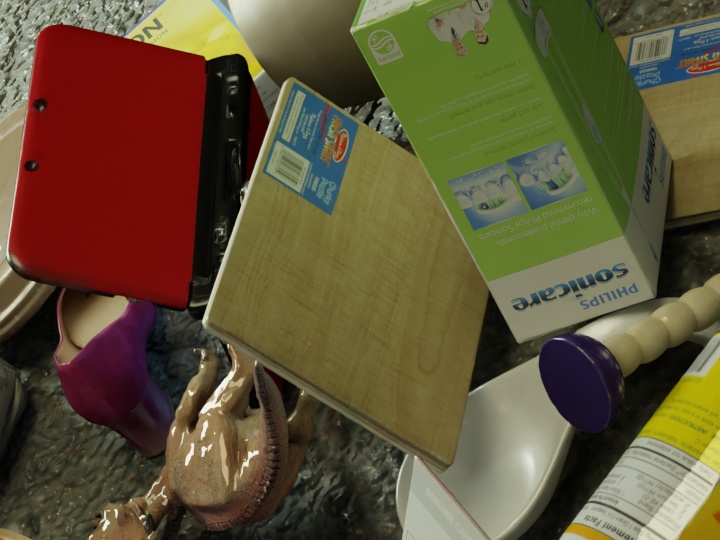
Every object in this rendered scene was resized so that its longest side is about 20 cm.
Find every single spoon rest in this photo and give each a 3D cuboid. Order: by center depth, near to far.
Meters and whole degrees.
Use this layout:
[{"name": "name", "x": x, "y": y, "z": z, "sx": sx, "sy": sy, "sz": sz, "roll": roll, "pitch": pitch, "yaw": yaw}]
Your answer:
[{"name": "spoon rest", "x": 0.101, "y": 0.077, "z": 1.220, "sx": 0.199, "sy": 0.061, "sz": 0.100, "roll": -35, "pitch": 41, "yaw": 6}]

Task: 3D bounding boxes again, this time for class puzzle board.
[{"name": "puzzle board", "x": 0.000, "y": 0.000, "z": 1.250, "sx": 0.017, "sy": 0.150, "sz": 0.201, "roll": -46, "pitch": 19, "yaw": 39}, {"name": "puzzle board", "x": 0.138, "y": -0.074, "z": 1.357, "sx": 0.199, "sy": 0.017, "sz": 0.151, "roll": -11, "pitch": 48, "yaw": 30}]

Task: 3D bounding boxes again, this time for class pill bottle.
[{"name": "pill bottle", "x": 0.165, "y": 0.122, "z": 1.093, "sx": 0.200, "sy": 0.109, "sz": 0.109, "roll": -51, "pitch": 42, "yaw": -11}]

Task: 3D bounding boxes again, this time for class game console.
[{"name": "game console", "x": -0.118, "y": -0.029, "z": 1.380, "sx": 0.118, "sy": 0.173, "sz": 0.201, "roll": -8, "pitch": 49, "yaw": 11}]

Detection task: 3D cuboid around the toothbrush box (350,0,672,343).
[{"name": "toothbrush box", "x": 0.085, "y": -0.090, "z": 1.221, "sx": 0.086, "sy": 0.201, "sz": 0.146, "roll": -20, "pitch": 27, "yaw": 22}]

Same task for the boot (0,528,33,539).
[{"name": "boot", "x": -0.256, "y": 0.223, "z": 1.321, "sx": 0.199, "sy": 0.077, "sz": 0.155, "roll": -7, "pitch": 31, "yaw": 40}]

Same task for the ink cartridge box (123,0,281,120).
[{"name": "ink cartridge box", "x": -0.110, "y": -0.156, "z": 1.599, "sx": 0.197, "sy": 0.047, "sz": 0.200, "roll": -42, "pitch": 43, "yaw": 1}]

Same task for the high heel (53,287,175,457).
[{"name": "high heel", "x": -0.173, "y": 0.027, "z": 1.446, "sx": 0.067, "sy": 0.096, "sz": 0.201, "roll": -32, "pitch": 42, "yaw": 11}]

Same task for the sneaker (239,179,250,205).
[{"name": "sneaker", "x": -0.021, "y": -0.049, "z": 1.382, "sx": 0.075, "sy": 0.114, "sz": 0.201, "roll": -30, "pitch": 42, "yaw": 12}]

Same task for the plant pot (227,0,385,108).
[{"name": "plant pot", "x": 0.018, "y": -0.188, "z": 1.426, "sx": 0.173, "sy": 0.200, "sz": 0.201, "roll": -32, "pitch": 41, "yaw": 25}]

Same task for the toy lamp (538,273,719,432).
[{"name": "toy lamp", "x": 0.179, "y": 0.013, "z": 1.168, "sx": 0.199, "sy": 0.059, "sz": 0.058, "roll": -29, "pitch": 33, "yaw": -30}]

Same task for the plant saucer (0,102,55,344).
[{"name": "plant saucer", "x": -0.235, "y": -0.037, "z": 1.560, "sx": 0.200, "sy": 0.029, "sz": 0.201, "roll": -35, "pitch": 38, "yaw": 33}]

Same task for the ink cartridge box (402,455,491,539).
[{"name": "ink cartridge box", "x": 0.071, "y": 0.208, "z": 1.059, "sx": 0.200, "sy": 0.044, "sz": 0.177, "roll": 48, "pitch": 133, "yaw": 49}]

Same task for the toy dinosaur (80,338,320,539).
[{"name": "toy dinosaur", "x": -0.074, "y": 0.114, "z": 1.270, "sx": 0.200, "sy": 0.085, "sz": 0.136, "roll": -36, "pitch": 29, "yaw": 63}]

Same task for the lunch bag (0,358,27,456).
[{"name": "lunch bag", "x": -0.318, "y": 0.077, "z": 1.437, "sx": 0.168, "sy": 0.200, "sz": 0.139, "roll": -50, "pitch": 42, "yaw": -9}]
